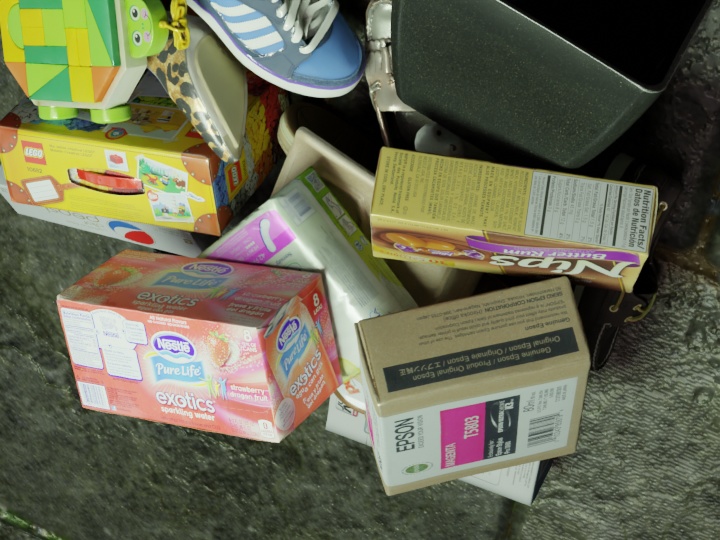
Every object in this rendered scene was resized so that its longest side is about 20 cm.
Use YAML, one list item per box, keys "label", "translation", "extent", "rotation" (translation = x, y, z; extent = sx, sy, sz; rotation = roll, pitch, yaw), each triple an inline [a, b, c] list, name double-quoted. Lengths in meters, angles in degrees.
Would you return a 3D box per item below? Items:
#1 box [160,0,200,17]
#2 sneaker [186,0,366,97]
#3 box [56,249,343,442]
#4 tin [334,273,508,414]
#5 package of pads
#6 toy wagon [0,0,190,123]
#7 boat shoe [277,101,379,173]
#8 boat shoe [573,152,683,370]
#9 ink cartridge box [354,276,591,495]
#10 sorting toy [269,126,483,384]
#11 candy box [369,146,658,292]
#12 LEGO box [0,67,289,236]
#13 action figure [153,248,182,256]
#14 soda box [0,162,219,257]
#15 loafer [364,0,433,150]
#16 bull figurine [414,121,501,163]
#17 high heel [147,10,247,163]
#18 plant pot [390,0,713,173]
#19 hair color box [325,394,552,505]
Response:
- label: "box"
  translation: [-0.125, -0.279, 1.579]
  extent: [0.136, 0.039, 0.201]
  rotation: [32, 133, 3]
- label: "sneaker"
  translation: [-0.058, -0.215, 1.492]
  extent: [0.199, 0.081, 0.146]
  rotation: [37, 155, -12]
- label: "box"
  translation: [-0.125, 0.055, 1.555]
  extent: [0.199, 0.095, 0.103]
  rotation: [6, 120, 33]
- label: "tin"
  translation: [0.047, 0.060, 1.669]
  extent: [0.199, 0.042, 0.113]
  rotation: [-20, 106, 36]
- label: "package of pads"
  translation: [-0.061, 0.031, 1.606]
  extent: [0.155, 0.068, 0.200]
  rotation: [51, 134, -3]
- label: "toy wagon"
  translation: [-0.209, -0.193, 1.550]
  extent: [0.199, 0.039, 0.157]
  rotation: [8, 107, 45]
- label: "boat shoe"
  translation: [-0.003, -0.054, 1.665]
  extent: [0.200, 0.072, 0.065]
  rotation: [43, 132, -15]
- label: "boat shoe"
  translation: [0.207, 0.005, 1.592]
  extent: [0.060, 0.072, 0.202]
  rotation: [22, 129, 18]
- label: "ink cartridge box"
  translation: [0.086, 0.092, 1.535]
  extent: [0.163, 0.076, 0.200]
  rotation: [-13, 155, -3]
- label: "sorting toy"
  translation: [0.000, 0.000, 1.616]
  extent: [0.184, 0.036, 0.201]
  rotation: [34, 132, 12]
- label: "candy box"
  translation: [0.108, -0.035, 1.450]
  extent: [0.198, 0.057, 0.117]
  rotation: [10, 166, 3]
- label: "LEGO box"
  translation: [-0.176, -0.112, 1.658]
  extent: [0.198, 0.149, 0.078]
  rotation: [9, 128, 22]
- label: "action figure"
  translation: [-0.163, 0.071, 1.825]
  extent: [0.118, 0.102, 0.201]
  rotation: [13, 129, 5]
- label: "soda box"
  translation: [-0.215, -0.070, 1.754]
  extent: [0.198, 0.069, 0.064]
  rotation: [14, 161, 19]
- label: "loafer"
  translation: [0.044, -0.126, 1.587]
  extent: [0.071, 0.063, 0.201]
  rotation: [2, 125, 28]
- label: "bull figurine"
  translation: [0.113, -0.071, 1.540]
  extent: [0.120, 0.066, 0.200]
  rotation: [15, 170, 15]
- label: "high heel"
  translation: [-0.166, -0.156, 1.589]
  extent: [0.142, 0.071, 0.201]
  rotation: [-28, 78, 36]
- label: "plant pot"
  translation: [0.130, -0.182, 1.421]
  extent: [0.199, 0.200, 0.178]
  rotation: [30, 143, 4]
- label: "hair color box"
  translation: [0.073, 0.121, 1.760]
  extent: [0.199, 0.061, 0.100]
  rotation: [19, 129, 14]
